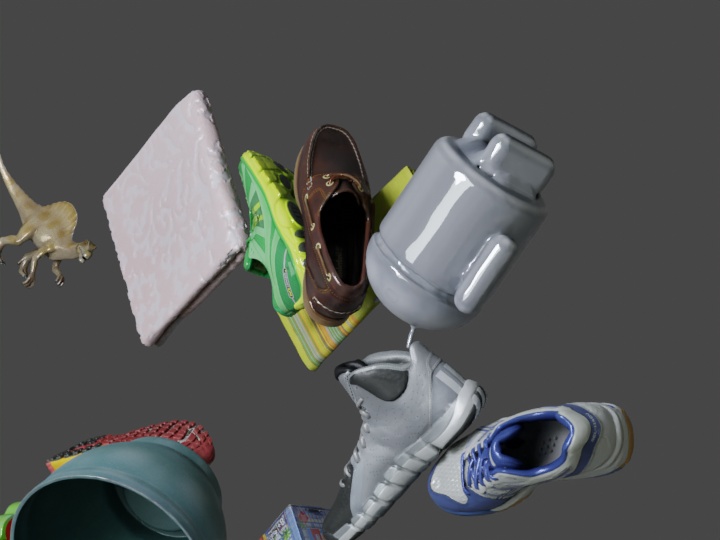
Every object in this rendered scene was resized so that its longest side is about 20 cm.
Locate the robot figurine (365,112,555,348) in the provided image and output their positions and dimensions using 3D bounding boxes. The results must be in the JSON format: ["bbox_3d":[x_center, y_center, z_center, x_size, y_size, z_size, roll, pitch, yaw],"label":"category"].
[{"bbox_3d":[0.080,-0.032,1.382,0.200,0.113,0.170,-55,28,18],"label":"robot figurine"}]

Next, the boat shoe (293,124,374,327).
[{"bbox_3d":[-0.018,-0.051,1.464,0.070,0.070,0.201,119,150,-55],"label":"boat shoe"}]

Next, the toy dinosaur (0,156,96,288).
[{"bbox_3d":[-0.363,-0.041,1.844,0.200,0.058,0.101,39,92,33],"label":"toy dinosaur"}]

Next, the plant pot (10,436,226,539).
[{"bbox_3d":[-0.207,0.240,1.533,0.199,0.134,0.201,9,119,16],"label":"plant pot"}]

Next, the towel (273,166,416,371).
[{"bbox_3d":[0.000,0.000,1.517,0.200,0.018,0.086,-45,57,25],"label":"towel"}]

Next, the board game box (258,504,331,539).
[{"bbox_3d":[-0.057,0.350,1.451,0.200,0.061,0.200,-51,50,21],"label":"board game box"}]

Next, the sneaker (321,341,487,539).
[{"bbox_3d":[0.008,0.137,1.403,0.115,0.075,0.200,43,110,2],"label":"sneaker"}]

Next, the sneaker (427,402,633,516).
[{"bbox_3d":[0.119,0.145,1.322,0.199,0.088,0.076,-27,64,37],"label":"sneaker"}]

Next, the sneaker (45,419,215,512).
[{"bbox_3d":[-0.222,0.202,1.643,0.199,0.078,0.083,-15,96,35],"label":"sneaker"}]

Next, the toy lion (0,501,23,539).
[{"bbox_3d":[-0.293,0.326,1.584,0.068,0.191,0.201,-12,73,40],"label":"toy lion"}]

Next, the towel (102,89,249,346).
[{"bbox_3d":[-0.188,-0.051,1.674,0.191,0.032,0.201,-44,52,36],"label":"towel"}]

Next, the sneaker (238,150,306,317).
[{"bbox_3d":[-0.085,-0.039,1.548,0.084,0.074,0.201,-44,43,21],"label":"sneaker"}]
